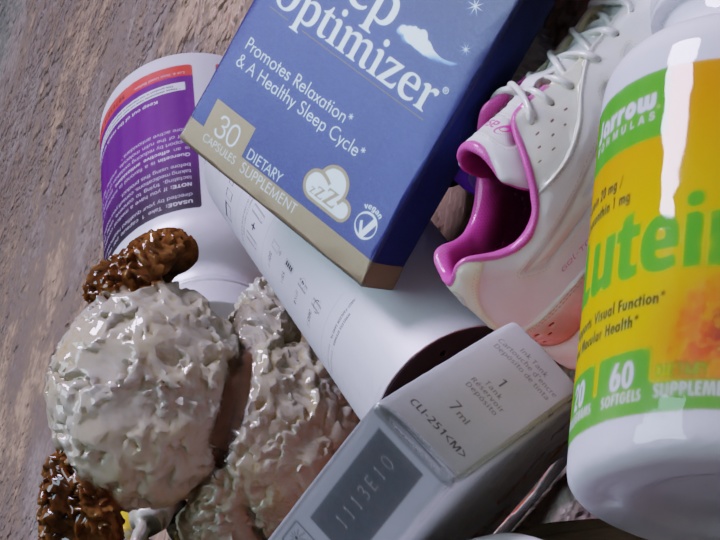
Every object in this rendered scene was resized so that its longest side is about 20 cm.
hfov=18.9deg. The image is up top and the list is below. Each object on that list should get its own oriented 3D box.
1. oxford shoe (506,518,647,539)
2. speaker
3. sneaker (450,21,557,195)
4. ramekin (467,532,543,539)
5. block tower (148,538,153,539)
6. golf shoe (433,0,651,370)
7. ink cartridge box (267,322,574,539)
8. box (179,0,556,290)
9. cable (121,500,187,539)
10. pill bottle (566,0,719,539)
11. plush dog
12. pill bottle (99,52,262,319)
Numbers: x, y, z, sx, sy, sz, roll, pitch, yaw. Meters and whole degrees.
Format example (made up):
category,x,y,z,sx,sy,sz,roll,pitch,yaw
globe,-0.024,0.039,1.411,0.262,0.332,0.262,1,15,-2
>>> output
category,x,y,z,sx,sy,sz,roll,pitch,yaw
oxford shoe,0.078,0.120,0.790,0.200,0.073,0.071,-3,71,65
speaker,0.000,0.000,0.986,0.082,0.081,0.200,-62,40,23
sneaker,0.047,-0.068,1.010,0.100,0.069,0.201,-61,17,27
ramekin,0.034,0.194,0.712,0.202,0.094,0.204,34,130,53
block tower,-0.117,0.242,1.166,0.058,0.054,0.201,-34,44,54
golf shoe,0.093,-0.064,0.871,0.075,0.091,0.201,5,77,68
ink cartridge box,0.020,0.097,0.838,0.173,0.044,0.200,-28,-21,-51
box,0.015,-0.109,0.910,0.121,0.032,0.201,38,105,30
cable,-0.092,0.091,1.197,0.097,0.050,0.200,-33,27,19
pill bottle,0.132,-0.016,0.721,0.111,0.110,0.201,-31,46,57
plush dog,-0.070,0.074,1.028,0.160,0.171,0.201,-19,56,62
pill bottle,-0.090,-0.024,1.223,0.113,0.112,0.201,-55,28,35
